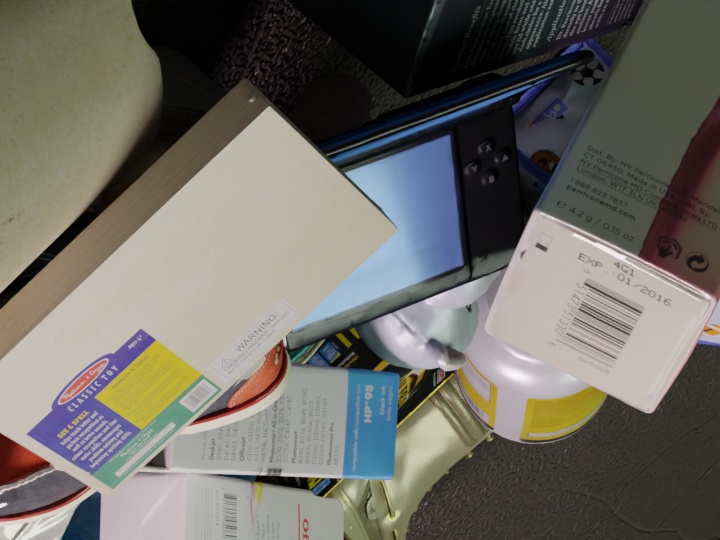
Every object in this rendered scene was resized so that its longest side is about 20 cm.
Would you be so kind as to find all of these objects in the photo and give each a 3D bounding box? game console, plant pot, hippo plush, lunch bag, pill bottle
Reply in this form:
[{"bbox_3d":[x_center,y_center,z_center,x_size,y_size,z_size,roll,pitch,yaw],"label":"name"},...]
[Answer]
[{"bbox_3d":[0.020,-0.029,1.189,0.200,0.118,0.171,-21,122,-21],"label":"game console"},{"bbox_3d":[-0.194,-0.063,1.008,0.183,0.200,0.201,-39,153,-42],"label":"plant pot"},{"bbox_3d":[0.000,0.000,1.326,0.200,0.161,0.159,-60,-179,16],"label":"hippo plush"},{"bbox_3d":[0.200,-0.037,1.580,0.124,0.200,0.170,-46,154,-5],"label":"lunch bag"},{"bbox_3d":[0.120,0.041,1.512,0.112,0.112,0.200,-43,166,-11],"label":"pill bottle"}]

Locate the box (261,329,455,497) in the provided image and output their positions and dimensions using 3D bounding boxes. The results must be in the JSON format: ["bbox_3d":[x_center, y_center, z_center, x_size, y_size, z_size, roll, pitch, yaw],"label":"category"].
[{"bbox_3d":[-0.005,0.085,1.554,0.160,0.049,0.200,-41,166,-10],"label":"box"}]

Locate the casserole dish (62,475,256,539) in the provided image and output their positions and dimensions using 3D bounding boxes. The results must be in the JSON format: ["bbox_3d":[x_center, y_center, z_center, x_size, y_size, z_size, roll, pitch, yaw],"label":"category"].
[{"bbox_3d":[-0.142,0.144,1.488,0.121,0.039,0.200,-49,154,-1],"label":"casserole dish"}]

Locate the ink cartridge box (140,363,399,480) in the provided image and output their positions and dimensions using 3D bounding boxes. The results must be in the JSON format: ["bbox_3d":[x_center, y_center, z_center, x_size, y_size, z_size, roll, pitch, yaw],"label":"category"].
[{"bbox_3d":[-0.090,0.083,1.318,0.200,0.116,0.067,6,87,-36],"label":"ink cartridge box"}]

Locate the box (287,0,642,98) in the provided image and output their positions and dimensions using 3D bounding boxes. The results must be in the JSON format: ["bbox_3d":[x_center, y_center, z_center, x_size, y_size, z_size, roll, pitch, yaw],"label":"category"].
[{"bbox_3d":[0.055,-0.194,1.226,0.200,0.148,0.104,-20,142,-41],"label":"box"}]

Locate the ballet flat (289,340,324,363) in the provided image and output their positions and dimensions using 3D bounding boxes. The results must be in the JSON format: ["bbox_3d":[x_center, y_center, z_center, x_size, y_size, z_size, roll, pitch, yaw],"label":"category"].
[{"bbox_3d":[-0.039,0.022,1.460,0.200,0.069,0.069,-42,152,-13],"label":"ballet flat"}]

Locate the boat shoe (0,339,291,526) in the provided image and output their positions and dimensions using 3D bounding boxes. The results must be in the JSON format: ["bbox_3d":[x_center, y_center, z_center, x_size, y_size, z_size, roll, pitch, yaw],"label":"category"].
[{"bbox_3d":[-0.133,0.068,1.157,0.200,0.071,0.063,-23,148,1],"label":"boat shoe"}]

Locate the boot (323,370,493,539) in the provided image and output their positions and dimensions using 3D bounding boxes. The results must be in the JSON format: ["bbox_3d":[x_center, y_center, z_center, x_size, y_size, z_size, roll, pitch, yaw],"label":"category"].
[{"bbox_3d":[0.040,0.159,1.736,0.155,0.073,0.200,-41,146,-9],"label":"boot"}]

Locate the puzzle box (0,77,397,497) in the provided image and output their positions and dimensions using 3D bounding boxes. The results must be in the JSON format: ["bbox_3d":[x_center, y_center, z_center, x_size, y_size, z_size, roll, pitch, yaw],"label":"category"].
[{"bbox_3d":[-0.089,0.013,1.065,0.200,0.025,0.133,-43,143,3],"label":"puzzle box"}]

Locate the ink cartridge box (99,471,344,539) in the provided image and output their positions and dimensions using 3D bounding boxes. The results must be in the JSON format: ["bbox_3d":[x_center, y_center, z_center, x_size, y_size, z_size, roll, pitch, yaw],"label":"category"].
[{"bbox_3d":[-0.086,0.195,1.458,0.200,0.067,0.117,20,68,-59],"label":"ink cartridge box"}]

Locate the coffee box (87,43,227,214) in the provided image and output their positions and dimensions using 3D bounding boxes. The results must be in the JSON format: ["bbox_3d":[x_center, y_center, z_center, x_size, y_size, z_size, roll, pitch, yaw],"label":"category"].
[{"bbox_3d":[-0.158,-0.022,1.204,0.114,0.080,0.200,4,122,-55],"label":"coffee box"}]

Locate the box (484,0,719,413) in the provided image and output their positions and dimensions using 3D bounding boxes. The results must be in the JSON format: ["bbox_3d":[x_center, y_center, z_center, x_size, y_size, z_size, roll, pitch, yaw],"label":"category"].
[{"bbox_3d":[0.166,-0.045,1.252,0.200,0.109,0.128,-59,173,-33],"label":"box"}]

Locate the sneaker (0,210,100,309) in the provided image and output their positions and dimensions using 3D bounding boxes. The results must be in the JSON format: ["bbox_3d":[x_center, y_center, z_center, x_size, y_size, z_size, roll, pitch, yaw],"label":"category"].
[{"bbox_3d":[-0.206,0.006,1.093,0.200,0.079,0.075,-4,116,-7],"label":"sneaker"}]

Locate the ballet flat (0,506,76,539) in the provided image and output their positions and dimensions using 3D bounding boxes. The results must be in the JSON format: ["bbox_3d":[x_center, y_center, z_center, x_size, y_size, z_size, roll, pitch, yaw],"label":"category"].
[{"bbox_3d":[-0.198,0.125,1.368,0.200,0.069,0.069,-51,153,-4],"label":"ballet flat"}]
